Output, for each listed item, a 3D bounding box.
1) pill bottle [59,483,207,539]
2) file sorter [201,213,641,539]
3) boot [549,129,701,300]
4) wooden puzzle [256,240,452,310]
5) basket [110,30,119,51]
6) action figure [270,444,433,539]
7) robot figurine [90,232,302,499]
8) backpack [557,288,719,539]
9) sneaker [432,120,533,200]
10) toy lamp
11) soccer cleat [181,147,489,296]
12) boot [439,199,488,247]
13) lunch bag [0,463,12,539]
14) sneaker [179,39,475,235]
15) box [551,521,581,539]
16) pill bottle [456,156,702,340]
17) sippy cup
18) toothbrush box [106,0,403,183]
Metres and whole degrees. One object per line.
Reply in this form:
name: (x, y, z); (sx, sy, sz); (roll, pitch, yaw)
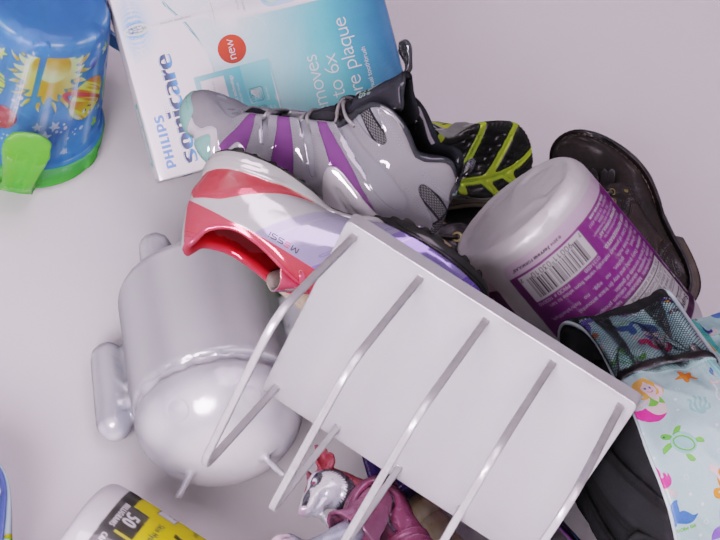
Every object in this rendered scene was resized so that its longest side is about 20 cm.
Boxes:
pill bottle: (-0.094, 0.222, 0.995); (0.199, 0.112, 0.111); (32, 45, 3)
file sorter: (0.031, 0.095, 0.973); (0.199, 0.139, 0.125); (32, 33, 6)
boot: (0.187, -0.042, 1.344); (0.174, 0.069, 0.201); (5, 46, -57)
wooden puzzle: (0.000, 0.000, 1.172); (0.185, 0.037, 0.200); (39, 25, 20)
basket: (-0.094, -0.224, 1.373); (0.176, 0.139, 0.201); (28, 65, 0)
action figure: (0.032, 0.183, 1.040); (0.148, 0.134, 0.201); (-31, 69, -8)
robot figurine: (-0.100, 0.060, 1.133); (0.169, 0.113, 0.201); (-20, 53, 9)
backpack: (0.207, 0.126, 1.052); (0.149, 0.179, 0.200); (-12, 28, -2)
sneaker: (0.034, -0.076, 1.254); (0.199, 0.076, 0.076); (1, 89, -36)
toy lamp: (0.063, 0.193, 1.134); (0.058, 0.058, 0.201); (-13, 58, -33)
soccer cleat: (-0.017, -0.005, 1.065); (0.199, 0.068, 0.074); (25, 62, -3)
boot: (0.061, 0.024, 1.269); (0.199, 0.073, 0.151); (-5, 53, -24)
lunch bag: (-0.277, 0.188, 0.959); (0.160, 0.083, 0.201); (8, 48, -17)
sneaker: (-0.014, -0.101, 1.131); (0.199, 0.140, 0.078); (32, 22, 3)
box: (0.131, 0.186, 1.123); (0.036, 0.143, 0.200); (-42, 73, 1)
pill bottle: (0.167, 0.028, 1.179); (0.200, 0.112, 0.112); (48, 43, -16)
sippy cup: (-0.243, -0.152, 1.243); (0.139, 0.131, 0.178); (-24, 65, -38)
toothbrush box: (-0.077, -0.161, 1.270); (0.199, 0.085, 0.147); (-14, 94, -7)
